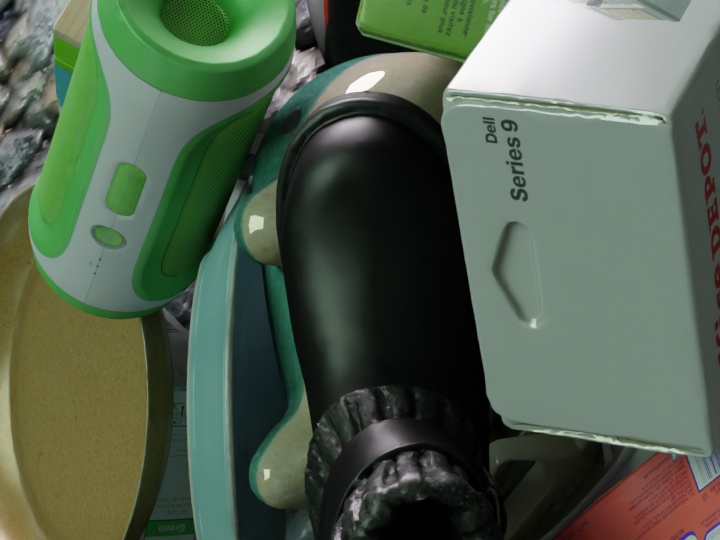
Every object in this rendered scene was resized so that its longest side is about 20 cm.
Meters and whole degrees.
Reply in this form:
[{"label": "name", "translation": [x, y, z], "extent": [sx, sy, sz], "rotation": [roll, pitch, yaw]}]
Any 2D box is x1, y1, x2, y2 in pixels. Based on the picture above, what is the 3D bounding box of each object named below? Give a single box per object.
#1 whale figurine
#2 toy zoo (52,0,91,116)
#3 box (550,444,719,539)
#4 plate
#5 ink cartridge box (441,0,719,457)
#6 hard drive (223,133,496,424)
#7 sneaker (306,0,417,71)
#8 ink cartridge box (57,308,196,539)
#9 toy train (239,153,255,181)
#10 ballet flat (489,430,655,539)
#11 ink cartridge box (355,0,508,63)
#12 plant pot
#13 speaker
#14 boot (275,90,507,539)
[{"label": "whale figurine", "translation": [0.000, 0.010, 1.127], "extent": [0.104, 0.159, 0.201], "rotation": [1, 70, 50]}, {"label": "toy zoo", "translation": [-0.109, -0.132, 1.358], "extent": [0.131, 0.020, 0.200], "rotation": [-60, -4, -15]}, {"label": "box", "translation": [0.120, 0.144, 1.007], "extent": [0.200, 0.094, 0.103], "rotation": [-45, 46, 33]}, {"label": "plate", "translation": [-0.053, 0.060, 1.171], "extent": [0.200, 0.025, 0.201], "rotation": [-1, -90, -86]}, {"label": "ink cartridge box", "translation": [0.112, -0.053, 0.964], "extent": [0.084, 0.146, 0.200], "rotation": [8, 41, 26]}, {"label": "hard drive", "translation": [0.000, 0.000, 1.266], "extent": [0.200, 0.027, 0.132], "rotation": [1, 78, 53]}, {"label": "sneaker", "translation": [-0.008, -0.163, 1.309], "extent": [0.108, 0.067, 0.202], "rotation": [157, 109, -67]}, {"label": "ink cartridge box", "translation": [-0.119, 0.122, 1.346], "extent": [0.109, 0.050, 0.201], "rotation": [39, 123, 50]}, {"label": "toy train", "translation": [-0.075, -0.109, 1.271], "extent": [0.200, 0.085, 0.114], "rotation": [107, -178, -70]}, {"label": "ballet flat", "translation": [0.087, 0.069, 1.100], "extent": [0.200, 0.069, 0.070], "rotation": [-55, 41, 23]}, {"label": "ink cartridge box", "translation": [0.070, -0.159, 1.077], "extent": [0.076, 0.200, 0.148], "rotation": [16, 100, 12]}, {"label": "plant pot", "translation": [-0.137, 0.058, 1.302], "extent": [0.200, 0.027, 0.201], "rotation": [-1, 88, 57]}, {"label": "speaker", "translation": [-0.085, -0.058, 1.145], "extent": [0.200, 0.088, 0.089], "rotation": [118, 149, -56]}, {"label": "boot", "translation": [0.011, 0.050, 0.979], "extent": [0.158, 0.079, 0.212], "rotation": [-68, -31, -76]}]
